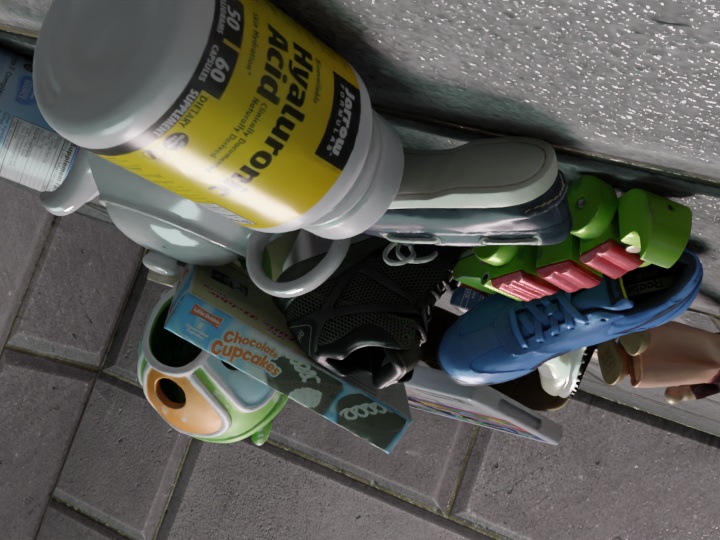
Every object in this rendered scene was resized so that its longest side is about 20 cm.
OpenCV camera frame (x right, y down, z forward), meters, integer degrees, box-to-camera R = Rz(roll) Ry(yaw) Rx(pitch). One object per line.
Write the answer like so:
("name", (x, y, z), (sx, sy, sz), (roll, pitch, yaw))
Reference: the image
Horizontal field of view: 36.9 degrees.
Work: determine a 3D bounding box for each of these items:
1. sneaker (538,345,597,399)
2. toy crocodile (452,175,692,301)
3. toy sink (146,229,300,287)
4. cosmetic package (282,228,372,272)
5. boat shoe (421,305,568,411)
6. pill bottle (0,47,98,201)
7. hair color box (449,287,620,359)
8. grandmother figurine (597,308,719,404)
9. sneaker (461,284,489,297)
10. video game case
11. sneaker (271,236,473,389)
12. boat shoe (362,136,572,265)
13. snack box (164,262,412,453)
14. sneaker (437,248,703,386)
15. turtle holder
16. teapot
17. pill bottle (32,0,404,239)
("sneaker", (0.160, 0.032, 0.919), (0.093, 0.070, 0.200), (23, 149, 17))
("toy crocodile", (0.134, -0.012, 0.711), (0.067, 0.062, 0.200), (24, 155, -30))
("toy sink", (-0.104, -0.015, 1.114), (0.199, 0.113, 0.130), (17, 176, -17))
("cosmetic package", (0.000, 0.000, 0.968), (0.112, 0.081, 0.200), (-12, 167, -15))
("boat shoe", (0.120, 0.084, 1.059), (0.199, 0.073, 0.063), (24, 170, 30))
("pill bottle", (-0.286, -0.128, 0.991), (0.199, 0.109, 0.109), (21, 175, -17))
("hair color box", (0.209, 0.048, 1.193), (0.199, 0.061, 0.100), (17, 174, 27))
("grandmother figurine", (0.308, 0.079, 0.948), (0.199, 0.061, 0.121), (6, 143, -19))
("sneaker", (0.133, 0.005, 1.045), (0.112, 0.078, 0.200), (24, 164, 5))
("video game case", (0.066, 0.114, 1.020), (0.199, 0.023, 0.182), (9, 166, 38))
("sneaker", (0.045, 0.021, 0.815), (0.114, 0.199, 0.076), (60, 163, 25))
("boat shoe", (0.036, -0.043, 0.679), (0.199, 0.075, 0.062), (-3, 131, 29))
("snack box", (-0.055, 0.059, 0.854), (0.200, 0.037, 0.116), (31, -166, -12))
("sneaker", (0.148, 0.026, 0.779), (0.199, 0.066, 0.078), (-19, 164, 2))
("turtle holder", (-0.117, 0.057, 0.957), (0.141, 0.186, 0.132), (41, 176, 29))
("teapot", (-0.121, -0.066, 0.806), (0.197, 0.147, 0.200), (22, 174, -20))
("pill bottle", (-0.063, -0.085, 0.577), (0.111, 0.112, 0.200), (16, 174, 38))
